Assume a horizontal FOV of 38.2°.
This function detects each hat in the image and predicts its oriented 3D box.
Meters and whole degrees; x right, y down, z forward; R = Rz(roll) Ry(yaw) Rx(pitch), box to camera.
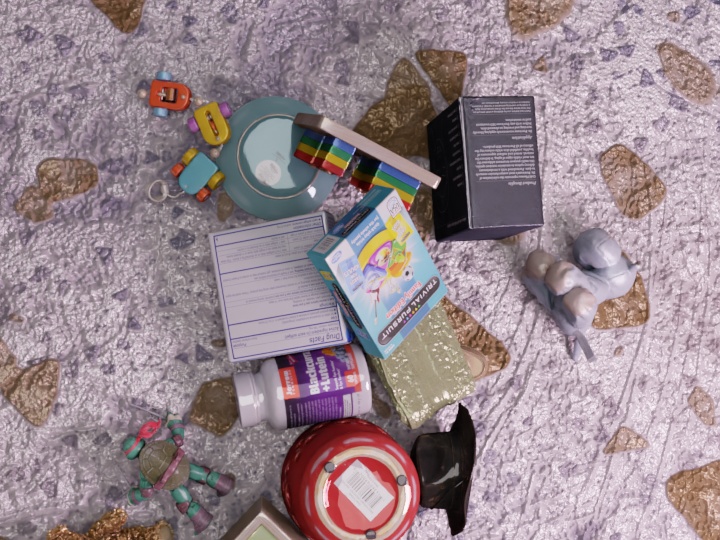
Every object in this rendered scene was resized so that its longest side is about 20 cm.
[{"bbox_3d":[0.116,0.299,1.576,0.080,0.201,0.202,5,85,-5],"label":"hat"}]

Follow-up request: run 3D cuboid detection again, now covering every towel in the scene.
[{"bbox_3d":[0.084,0.124,1.582,0.148,0.036,0.201,-27,91,-22],"label":"towel"}]

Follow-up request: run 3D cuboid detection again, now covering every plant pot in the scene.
[{"bbox_3d":[-0.015,0.326,1.552,0.199,0.182,0.202,0,87,-8],"label":"plant pot"}]

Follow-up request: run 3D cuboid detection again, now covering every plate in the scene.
[{"bbox_3d":[-0.129,-0.179,1.644,0.199,0.026,0.202,1,86,-11],"label":"plate"}]

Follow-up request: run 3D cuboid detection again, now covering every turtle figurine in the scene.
[{"bbox_3d":[-0.293,0.297,1.550,0.200,0.101,0.150,39,80,-11],"label":"turtle figurine"}]

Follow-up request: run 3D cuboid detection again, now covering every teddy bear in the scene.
[{"bbox_3d":[-0.372,0.426,1.546,0.199,0.067,0.146,-16,98,-17],"label":"teddy bear"}]

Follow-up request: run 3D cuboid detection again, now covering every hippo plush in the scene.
[{"bbox_3d":[0.373,0.020,1.652,0.160,0.159,0.201,-35,92,-10],"label":"hippo plush"}]

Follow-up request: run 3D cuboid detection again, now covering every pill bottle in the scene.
[{"bbox_3d":[-0.090,0.180,1.582,0.199,0.111,0.112,-10,88,-11],"label":"pill bottle"}]

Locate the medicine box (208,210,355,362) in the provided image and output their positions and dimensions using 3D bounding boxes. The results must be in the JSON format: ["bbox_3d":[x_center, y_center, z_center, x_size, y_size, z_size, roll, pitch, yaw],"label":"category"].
[{"bbox_3d":[-0.117,0.025,1.570,0.181,0.103,0.201,-10,89,7],"label":"medicine box"}]

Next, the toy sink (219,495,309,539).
[{"bbox_3d":[-0.169,0.459,1.536,0.130,0.112,0.200,45,88,-4],"label":"toy sink"}]

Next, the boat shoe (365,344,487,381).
[{"bbox_3d":[0.109,0.147,1.643,0.199,0.065,0.072,4,85,-9],"label":"boat shoe"}]

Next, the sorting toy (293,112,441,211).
[{"bbox_3d":[-0.005,-0.160,1.568,0.199,0.199,0.070,26,93,-17],"label":"sorting toy"}]

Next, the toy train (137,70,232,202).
[{"bbox_3d":[-0.270,-0.204,1.610,0.149,0.056,0.201,3,92,8],"label":"toy train"}]

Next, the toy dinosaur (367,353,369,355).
[{"bbox_3d":[0.061,0.053,1.645,0.105,0.060,0.201,3,64,-5],"label":"toy dinosaur"}]

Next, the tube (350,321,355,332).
[{"bbox_3d":[0.000,0.000,1.572,0.050,0.200,0.078,-14,122,27],"label":"tube"}]

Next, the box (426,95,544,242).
[{"bbox_3d":[0.189,-0.152,1.610,0.123,0.200,0.198,-2,87,-11],"label":"box"}]

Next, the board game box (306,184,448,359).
[{"bbox_3d":[0.029,0.004,1.491,0.151,0.047,0.200,-46,125,-22],"label":"board game box"}]
